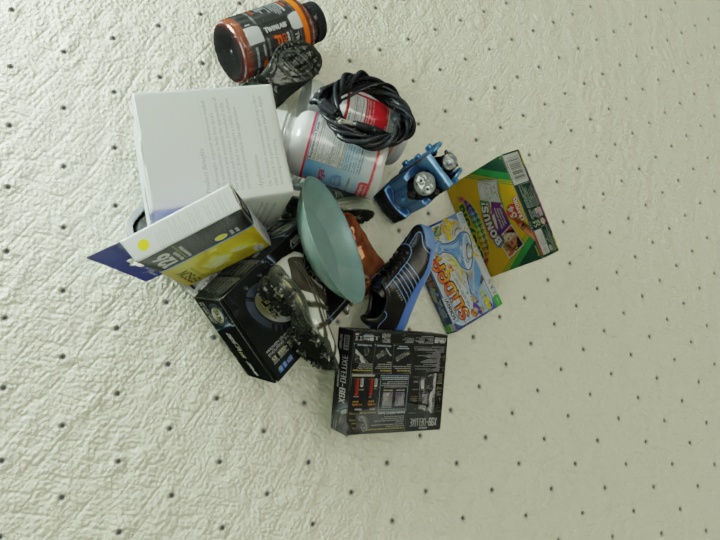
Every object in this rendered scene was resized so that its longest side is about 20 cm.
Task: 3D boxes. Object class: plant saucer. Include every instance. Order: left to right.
[{"bbox_3d":[-0.052,-0.040,0.949,0.203,0.038,0.203,58,18,-32],"label":"plant saucer"}]

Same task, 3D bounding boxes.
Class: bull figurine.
[{"bbox_3d":[0.000,0.000,1.103,0.121,0.065,0.202,-42,106,-27],"label":"bull figurine"}]

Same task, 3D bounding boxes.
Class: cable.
[{"bbox_3d":[0.020,-0.266,1.033,0.162,0.051,0.199,38,42,18],"label":"cable"}]

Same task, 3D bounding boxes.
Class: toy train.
[{"bbox_3d":[0.103,-0.155,1.131,0.114,0.199,0.087,-45,99,-17],"label":"toy train"}]

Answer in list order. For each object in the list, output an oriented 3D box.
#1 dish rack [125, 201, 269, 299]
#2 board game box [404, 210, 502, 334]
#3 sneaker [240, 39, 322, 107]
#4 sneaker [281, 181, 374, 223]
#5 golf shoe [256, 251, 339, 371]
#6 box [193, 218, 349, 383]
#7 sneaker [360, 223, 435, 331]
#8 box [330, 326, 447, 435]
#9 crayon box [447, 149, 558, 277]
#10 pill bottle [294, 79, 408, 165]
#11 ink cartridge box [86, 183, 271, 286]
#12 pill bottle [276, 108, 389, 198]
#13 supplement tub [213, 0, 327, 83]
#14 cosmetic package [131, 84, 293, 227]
[{"bbox_3d":[-0.254,-0.053,1.002,0.200,0.043,0.173,44,63,-12],"label":"dish rack"},{"bbox_3d":[0.183,0.002,1.222,0.134,0.034,0.204,-25,90,-30],"label":"board game box"},{"bbox_3d":[-0.147,-0.317,1.068,0.200,0.090,0.076,-44,99,-23],"label":"sneaker"},{"bbox_3d":[-0.071,-0.132,1.112,0.196,0.078,0.088,4,61,-32],"label":"sneaker"},{"bbox_3d":[-0.070,0.063,0.936,0.095,0.076,0.203,-55,133,-38],"label":"golf shoe"},{"bbox_3d":[-0.131,0.043,0.988,0.200,0.085,0.166,-45,119,-31],"label":"box"},{"bbox_3d":[0.063,0.010,1.063,0.077,0.070,0.204,23,84,-35],"label":"sneaker"},{"bbox_3d":[0.051,0.178,1.019,0.196,0.049,0.162,6,89,-34],"label":"box"},{"bbox_3d":[0.270,-0.102,1.215,0.057,0.172,0.204,-19,86,-32],"label":"crayon box"},{"bbox_3d":[-0.015,-0.274,1.143,0.196,0.112,0.115,15,71,-23],"label":"pill bottle"},{"bbox_3d":[-0.232,-0.028,0.850,0.197,0.198,0.048,-29,81,-2],"label":"ink cartridge box"},{"bbox_3d":[-0.057,-0.201,1.052,0.195,0.109,0.111,16,70,-6],"label":"pill bottle"},{"bbox_3d":[-0.153,-0.413,1.108,0.198,0.107,0.108,-33,93,-29],"label":"supplement tub"},{"bbox_3d":[-0.219,-0.151,0.914,0.195,0.165,0.169,-9,80,-20],"label":"cosmetic package"}]
